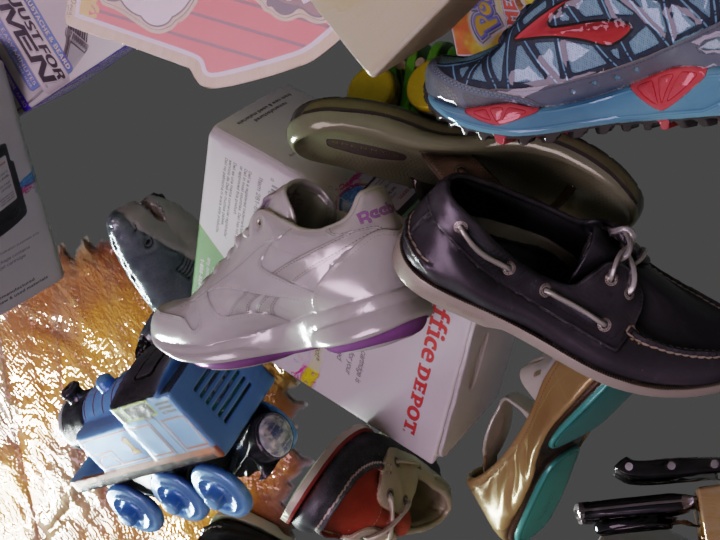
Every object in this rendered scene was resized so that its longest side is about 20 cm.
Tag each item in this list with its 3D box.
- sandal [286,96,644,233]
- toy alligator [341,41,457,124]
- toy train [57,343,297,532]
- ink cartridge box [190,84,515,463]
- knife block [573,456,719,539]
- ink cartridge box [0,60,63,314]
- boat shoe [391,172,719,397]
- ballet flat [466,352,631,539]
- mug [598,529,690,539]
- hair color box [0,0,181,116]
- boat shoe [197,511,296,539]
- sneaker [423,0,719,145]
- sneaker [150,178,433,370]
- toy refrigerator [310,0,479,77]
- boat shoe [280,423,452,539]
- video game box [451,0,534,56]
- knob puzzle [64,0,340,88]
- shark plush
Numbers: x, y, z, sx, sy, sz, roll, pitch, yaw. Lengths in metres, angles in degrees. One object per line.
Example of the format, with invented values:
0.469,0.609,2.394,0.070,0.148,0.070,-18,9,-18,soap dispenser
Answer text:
0.054,-0.045,0.800,0.199,0.058,0.080,11,158,7,sandal
0.060,-0.103,0.812,0.198,0.059,0.055,-1,71,32,toy alligator
-0.128,0.107,0.974,0.199,0.087,0.114,-19,117,47,toy train
0.000,0.000,0.894,0.199,0.084,0.146,30,131,22,ink cartridge box
0.213,0.158,0.759,0.199,0.176,0.064,37,177,15,knife block
-0.302,-0.083,1.041,0.146,0.083,0.201,38,149,36,ink cartridge box
0.117,0.006,0.747,0.198,0.073,0.063,20,132,-5,boat shoe
0.111,0.088,0.874,0.063,0.068,0.201,48,136,25,ballet flat
0.198,0.248,0.830,0.152,0.188,0.150,13,152,22,mug
-0.182,-0.188,0.945,0.199,0.065,0.110,-22,100,43,hair color box
-0.050,0.238,1.092,0.198,0.066,0.075,20,126,29,boat shoe
0.117,-0.117,0.688,0.198,0.079,0.096,-3,105,32,sneaker
-0.046,0.002,0.836,0.199,0.075,0.101,-11,94,37,sneaker
0.058,-0.183,0.681,0.070,0.076,0.200,52,137,1,toy refrigerator
0.009,0.141,0.911,0.062,0.200,0.071,41,97,16,boat shoe
0.111,-0.207,0.708,0.181,0.047,0.202,5,119,39,video game box
-0.069,-0.198,0.823,0.217,0.030,0.222,4,107,14,knob puzzle
-0.138,0.033,1.026,0.090,0.083,0.201,25,130,24,shark plush
